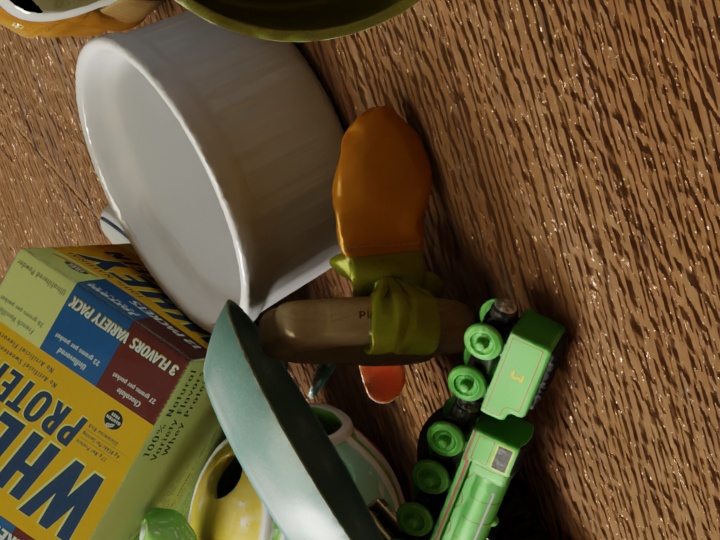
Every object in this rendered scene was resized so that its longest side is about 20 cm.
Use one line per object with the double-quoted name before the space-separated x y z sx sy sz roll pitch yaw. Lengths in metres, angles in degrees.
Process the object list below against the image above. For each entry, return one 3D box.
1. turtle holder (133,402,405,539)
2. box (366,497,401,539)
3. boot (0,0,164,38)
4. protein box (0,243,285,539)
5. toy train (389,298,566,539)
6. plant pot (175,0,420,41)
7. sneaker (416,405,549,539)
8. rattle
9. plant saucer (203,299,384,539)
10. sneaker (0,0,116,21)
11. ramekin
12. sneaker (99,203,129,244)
"turtle holder" -0.060 0.164 1.687 0.141 0.185 0.132 -109 15 -67
"box" 0.078 0.247 1.613 0.163 0.021 0.200 45 168 40
"boot" -0.229 -0.194 1.659 0.144 0.201 0.071 -14 63 58
"protein box" -0.174 0.099 1.671 0.135 0.199 0.200 33 -170 14
"toy train" 0.064 0.101 1.433 0.056 0.042 0.200 24 125 9
"plant pot" -0.052 -0.228 1.233 0.193 0.200 0.201 -137 26 -66
"sneaker" 0.096 0.171 1.512 0.104 0.060 0.200 41 155 46
"rattle" 0.000 0.000 1.517 0.200 0.130 0.143 33 -142 -80
"plant saucer" -0.039 0.111 1.477 0.200 0.036 0.200 59 -177 -4
"sneaker" -0.151 -0.192 1.455 0.081 0.200 0.146 46 152 -8
"ramekin" -0.085 -0.069 1.581 0.200 0.098 0.201 47 153 33
"sneaker" -0.139 0.030 1.830 0.200 0.071 0.073 49 176 31
